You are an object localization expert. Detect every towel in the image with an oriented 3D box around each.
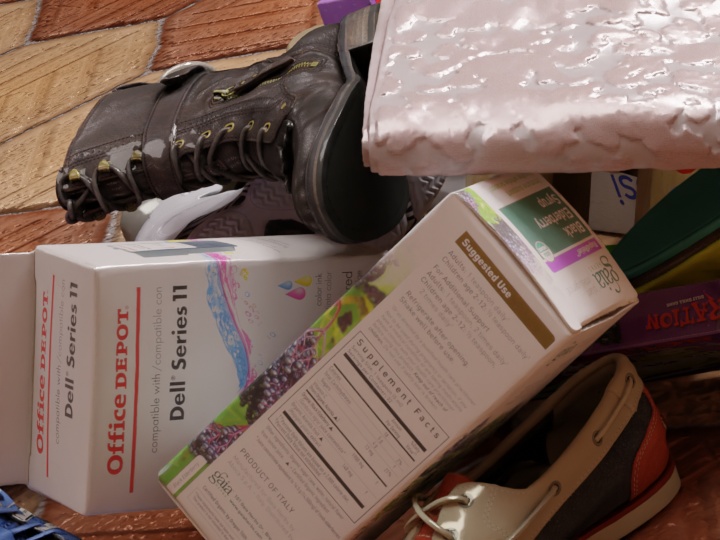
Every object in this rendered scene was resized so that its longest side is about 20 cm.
[{"bbox_3d":[0.104,-0.100,1.280,0.199,0.032,0.191,-3,34,5],"label":"towel"}]

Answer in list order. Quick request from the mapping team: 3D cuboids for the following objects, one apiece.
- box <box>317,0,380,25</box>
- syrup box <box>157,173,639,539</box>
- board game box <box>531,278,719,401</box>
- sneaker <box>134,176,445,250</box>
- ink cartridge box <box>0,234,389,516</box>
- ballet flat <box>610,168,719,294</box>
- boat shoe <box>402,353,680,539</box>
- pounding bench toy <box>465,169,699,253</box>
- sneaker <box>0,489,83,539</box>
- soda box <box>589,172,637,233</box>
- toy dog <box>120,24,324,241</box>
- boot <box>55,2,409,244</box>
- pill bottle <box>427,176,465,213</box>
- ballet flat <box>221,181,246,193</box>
[{"bbox_3d":[0.054,-0.139,1.787,0.039,0.137,0.200,-7,23,32],"label":"box"},{"bbox_3d":[0.016,0.049,1.257,0.200,0.081,0.079,-45,-10,26],"label":"syrup box"},{"bbox_3d":[0.124,0.032,1.339,0.200,0.032,0.120,-11,-15,27],"label":"board game box"},{"bbox_3d":[-0.047,-0.028,1.537,0.200,0.075,0.115,-36,19,5],"label":"sneaker"},{"bbox_3d":[-0.086,0.047,1.355,0.200,0.117,0.067,-3,11,-31],"label":"ink cartridge box"},{"bbox_3d":[0.197,-0.041,1.298,0.200,0.067,0.067,-44,17,16],"label":"ballet flat"},{"bbox_3d":[0.053,0.108,1.241,0.200,0.063,0.071,-33,25,-28],"label":"boat shoe"},{"bbox_3d":[0.149,-0.048,1.405,0.200,0.156,0.124,3,-1,45],"label":"pounding bench toy"},{"bbox_3d":[-0.170,0.139,1.352,0.200,0.077,0.076,1,27,43],"label":"sneaker"},{"bbox_3d":[0.186,-0.056,1.537,0.063,0.068,0.200,-33,23,-28],"label":"soda box"},{"bbox_3d":[-0.072,-0.081,1.792,0.200,0.132,0.096,-13,25,-36],"label":"toy dog"},{"bbox_3d":[-0.066,-0.053,1.430,0.174,0.069,0.200,-16,26,15],"label":"boot"},{"bbox_3d":[0.095,-0.110,1.692,0.112,0.113,0.200,-6,20,35],"label":"pill bottle"},{"bbox_3d":[-0.041,-0.059,1.628,0.075,0.064,0.200,14,-11,-22],"label":"ballet flat"}]
